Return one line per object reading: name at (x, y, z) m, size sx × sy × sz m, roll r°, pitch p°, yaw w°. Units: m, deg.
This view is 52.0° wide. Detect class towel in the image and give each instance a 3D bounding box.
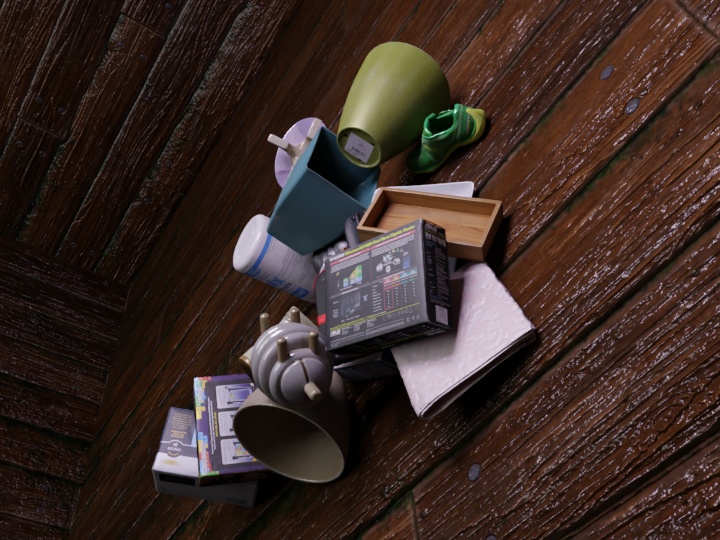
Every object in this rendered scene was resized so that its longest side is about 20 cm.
towel at (0.130, 0.087, 1.023) m, size 0.191 × 0.032 × 0.200 m, roll -37°, pitch 31°, yaw 10°

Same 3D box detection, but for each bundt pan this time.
bundt pan at (-0.024, -0.060, 1.445) m, size 0.202 × 0.076 × 0.202 m, roll -44°, pitch 23°, yaw 24°

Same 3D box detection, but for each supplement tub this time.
supplement tub at (-0.159, -0.024, 1.582) m, size 0.132 × 0.199 × 0.132 m, roll -46°, pitch 29°, yaw 36°

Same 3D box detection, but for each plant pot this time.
plant pot at (0.044, -0.285, 1.365) m, size 0.187 × 0.187 × 0.200 m, roll -29°, pitch 24°, yaw 53°
plant pot at (-0.082, -0.132, 1.396) m, size 0.200 × 0.141 × 0.142 m, roll -44°, pitch 21°, yaw 38°

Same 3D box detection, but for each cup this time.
cup at (-0.095, 0.240, 1.247) m, size 0.200 × 0.200 × 0.144 m, roll -39°, pitch 16°, yaw 44°

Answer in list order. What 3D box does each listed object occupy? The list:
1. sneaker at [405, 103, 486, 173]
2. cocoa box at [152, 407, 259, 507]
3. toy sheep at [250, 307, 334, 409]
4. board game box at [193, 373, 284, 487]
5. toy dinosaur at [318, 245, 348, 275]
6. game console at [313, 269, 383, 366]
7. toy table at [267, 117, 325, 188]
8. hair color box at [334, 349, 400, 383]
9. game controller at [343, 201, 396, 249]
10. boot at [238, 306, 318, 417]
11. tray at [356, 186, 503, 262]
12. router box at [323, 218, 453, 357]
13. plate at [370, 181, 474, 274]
sneaker at (0.140, -0.243, 1.321) m, size 0.200 × 0.083 × 0.074 m, roll -33°, pitch 40°, yaw 51°
cocoa box at (-0.289, 0.366, 1.443) m, size 0.134 × 0.199 × 0.132 m, roll 107°, pitch 172°, yaw -54°
toy sheep at (-0.102, 0.140, 1.112) m, size 0.138 × 0.137 × 0.200 m, roll -61°, pitch 26°, yaw 9°
board game box at (-0.227, 0.295, 1.390) m, size 0.057 × 0.164 × 0.201 m, roll 110°, pitch 154°, yaw -52°
toy dinosaur at (0.000, 0.000, 1.302) m, size 0.201 × 0.135 × 0.102 m, roll -57°, pitch 21°, yaw -2°
game console at (0.019, 0.051, 1.181) m, size 0.199 × 0.031 × 0.178 m, roll -21°, pitch 58°, yaw 19°
toy table at (-0.147, -0.296, 1.867) m, size 0.117 × 0.183 × 0.201 m, roll -152°, pitch 75°, yaw -82°
hair color box at (0.016, 0.127, 1.247) m, size 0.200 × 0.060 × 0.100 m, roll -21°, pitch 45°, yaw 57°
game controller at (0.037, -0.021, 1.171) m, size 0.104 × 0.042 × 0.201 m, roll -17°, pitch 59°, yaw 4°
boot at (-0.113, 0.184, 1.370) m, size 0.155 × 0.200 × 0.072 m, roll -47°, pitch 25°, yaw -24°
tray at (0.105, -0.072, 1.117) m, size 0.199 × 0.037 × 0.099 m, roll 9°, pitch 50°, yaw 26°
router box at (0.035, 0.030, 1.060) m, size 0.199 × 0.062 × 0.151 m, roll -20°, pitch 63°, yaw 40°
plate at (0.088, -0.051, 1.234) m, size 0.199 × 0.032 × 0.201 m, roll 1°, pitch 65°, yaw 35°
